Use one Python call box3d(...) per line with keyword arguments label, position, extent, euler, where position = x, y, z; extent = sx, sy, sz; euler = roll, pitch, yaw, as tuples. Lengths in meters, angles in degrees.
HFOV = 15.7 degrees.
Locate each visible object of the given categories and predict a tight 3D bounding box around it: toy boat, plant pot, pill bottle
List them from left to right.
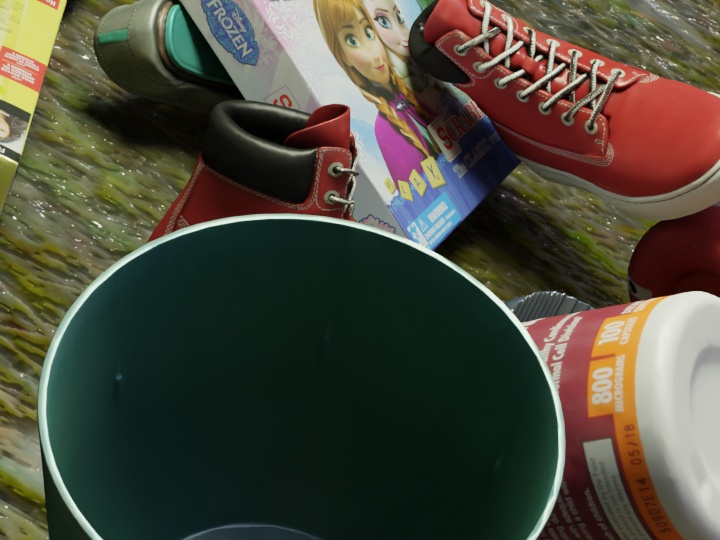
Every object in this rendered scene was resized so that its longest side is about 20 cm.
box3d(label="plant pot", position=(-0.032, 0.105, 1.037), extent=(0.200, 0.161, 0.201), euler=(6, 48, -6))
box3d(label="pill bottle", position=(0.073, 0.080, 1.148), extent=(0.114, 0.200, 0.114), euler=(24, 60, -52))
box3d(label="toy boat", position=(0.201, 0.057, 1.412), extent=(0.131, 0.131, 0.200), euler=(-21, 48, -17))

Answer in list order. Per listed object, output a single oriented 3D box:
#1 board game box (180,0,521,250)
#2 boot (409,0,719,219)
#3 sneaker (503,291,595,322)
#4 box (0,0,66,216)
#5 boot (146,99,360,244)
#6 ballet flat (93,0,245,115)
box3d(label="board game box", position=(0.002, -0.113, 1.481), extent=(0.200, 0.041, 0.200), euler=(56, 30, -7))
box3d(label="boot", position=(0.112, -0.099, 1.421), extent=(0.144, 0.072, 0.200), euler=(39, -13, -32))
box3d(label="sneaker", position=(0.141, 0.082, 1.354), extent=(0.200, 0.082, 0.070), euler=(42, 71, -11))
box3d(label="box", position=(-0.203, -0.098, 1.363), extent=(0.075, 0.050, 0.200), euler=(21, 29, -10))
box3d(label="boot", position=(0.000, 0.000, 1.283), extent=(0.200, 0.144, 0.072), euler=(26, 27, -6))
box3d(label="ballet flat", position=(-0.073, -0.114, 1.480), extent=(0.200, 0.064, 0.067), euler=(17, 71, -52))
